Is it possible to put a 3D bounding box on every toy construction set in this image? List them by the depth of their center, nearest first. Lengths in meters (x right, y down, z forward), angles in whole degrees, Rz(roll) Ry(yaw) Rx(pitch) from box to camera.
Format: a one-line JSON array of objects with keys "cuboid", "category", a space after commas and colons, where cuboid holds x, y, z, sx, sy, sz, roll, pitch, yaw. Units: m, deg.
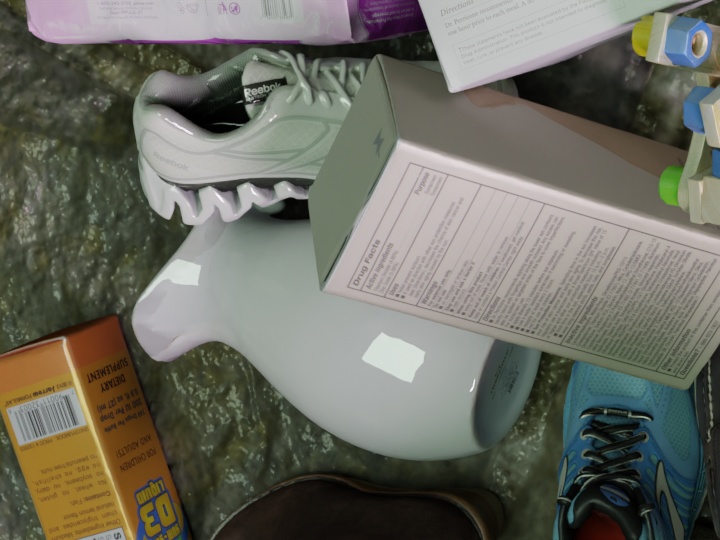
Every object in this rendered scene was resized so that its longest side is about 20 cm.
[{"cuboid": [0.210, -0.076, 0.872, 0.092, 0.199, 0.132, 28, 132, 56], "category": "toy construction set"}]

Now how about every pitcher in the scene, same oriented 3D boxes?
[{"cuboid": [0.000, 0.000, 1.024, 0.199, 0.121, 0.173, 20, 87, 26], "category": "pitcher"}]

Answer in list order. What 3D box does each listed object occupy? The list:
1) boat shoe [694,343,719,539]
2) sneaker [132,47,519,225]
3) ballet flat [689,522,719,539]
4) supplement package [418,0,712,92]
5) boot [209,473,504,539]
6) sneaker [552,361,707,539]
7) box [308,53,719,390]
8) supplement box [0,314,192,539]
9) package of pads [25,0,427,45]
[{"cuboid": [0.203, 0.106, 0.941, 0.071, 0.065, 0.201, -7, 80, 10], "category": "boat shoe"}, {"cuboid": [-0.019, -0.076, 0.974, 0.199, 0.075, 0.081, -10, 142, 1], "category": "sneaker"}, {"cuboid": [0.197, 0.161, 0.991, 0.199, 0.046, 0.068, 17, 107, 23], "category": "ballet flat"}, {"cuboid": [0.114, -0.214, 0.893, 0.190, 0.147, 0.201, -19, 92, 29], "category": "supplement package"}, {"cuboid": [-0.032, 0.161, 1.036, 0.199, 0.166, 0.073, -14, 95, 28], "category": "boot"}, {"cuboid": [0.133, 0.112, 0.955, 0.078, 0.090, 0.201, -4, 66, 14], "category": "sneaker"}, {"cuboid": [0.083, -0.021, 0.924, 0.199, 0.078, 0.095, 17, 124, -19], "category": "box"}, {"cuboid": [-0.150, 0.133, 1.147, 0.068, 0.066, 0.201, -16, 95, 25], "category": "supplement box"}, {"cuboid": [-0.067, -0.156, 1.011, 0.199, 0.120, 0.076, 3, 103, 26], "category": "package of pads"}]
